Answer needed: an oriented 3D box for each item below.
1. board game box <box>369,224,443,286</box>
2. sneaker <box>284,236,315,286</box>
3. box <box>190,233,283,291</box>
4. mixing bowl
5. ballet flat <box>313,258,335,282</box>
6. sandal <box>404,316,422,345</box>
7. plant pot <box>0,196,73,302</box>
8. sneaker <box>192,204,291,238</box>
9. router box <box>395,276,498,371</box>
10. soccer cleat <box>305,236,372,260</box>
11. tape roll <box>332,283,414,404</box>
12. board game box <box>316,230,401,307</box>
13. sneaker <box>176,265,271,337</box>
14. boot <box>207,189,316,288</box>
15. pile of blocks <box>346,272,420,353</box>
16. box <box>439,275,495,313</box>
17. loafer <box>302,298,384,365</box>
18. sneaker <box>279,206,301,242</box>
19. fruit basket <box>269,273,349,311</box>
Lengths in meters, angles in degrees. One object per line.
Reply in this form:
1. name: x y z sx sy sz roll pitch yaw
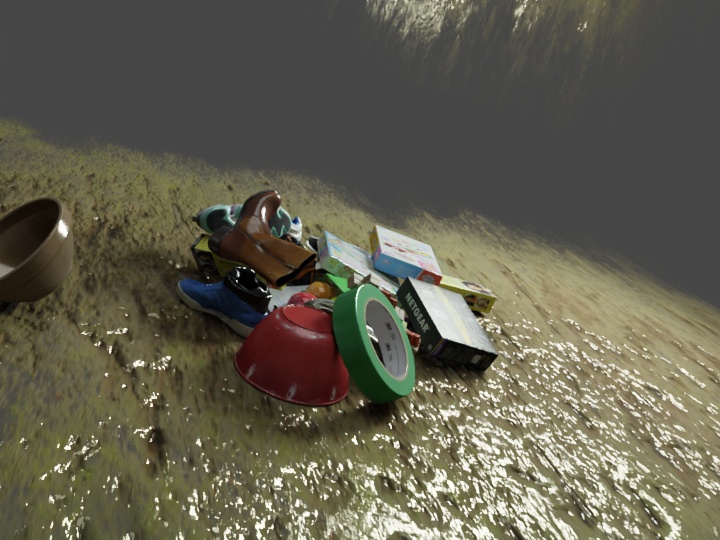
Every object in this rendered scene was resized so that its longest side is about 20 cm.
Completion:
1. board game box: 0.101 -0.032 1.781 0.153 0.040 0.200 21 19 -10
2. sneaker: -0.189 -0.027 1.632 0.200 0.112 0.078 14 18 -14
3. box: -0.238 -0.018 1.533 0.200 0.075 0.050 12 48 23
4. mixing bowl: -0.098 0.126 1.277 0.200 0.108 0.200 18 18 -6
5. ballet flat: -0.075 0.021 1.711 0.072 0.068 0.200 -9 31 -19
6. sandal: 0.092 0.123 1.576 0.082 0.050 0.203 25 18 18
7. plant pot: -0.526 -0.015 1.215 0.201 0.201 0.093 42 -12 51
8. sneaker: -0.258 -0.111 1.636 0.200 0.078 0.140 4 5 -31
9. router box: 0.177 0.109 1.594 0.157 0.052 0.200 19 28 -32
10. soccer cleat: -0.053 -0.040 1.812 0.200 0.069 0.085 17 -19 49
11. tape roll: 0.025 0.123 1.301 0.200 0.048 0.200 49 26 -36
12. board game box: 0.000 0.000 1.674 0.200 0.034 0.134 31 17 -19
13. sneaker: -0.245 0.032 1.399 0.200 0.111 0.077 28 20 27
14. boot: -0.164 -0.067 1.464 0.200 0.069 0.188 24 49 34
15. pile of blocks: 0.047 0.086 1.454 0.200 0.062 0.082 52 39 0
16. box: 0.232 0.052 1.881 0.200 0.050 0.075 13 17 -33
17. loafer: -0.024 0.119 1.387 0.200 0.075 0.070 29 22 -14
18. sneaker: -0.225 -0.082 1.703 0.200 0.147 0.081 8 20 -31
19. fruit basket: -0.087 0.076 1.512 0.200 0.094 0.185 -8 28 -25
